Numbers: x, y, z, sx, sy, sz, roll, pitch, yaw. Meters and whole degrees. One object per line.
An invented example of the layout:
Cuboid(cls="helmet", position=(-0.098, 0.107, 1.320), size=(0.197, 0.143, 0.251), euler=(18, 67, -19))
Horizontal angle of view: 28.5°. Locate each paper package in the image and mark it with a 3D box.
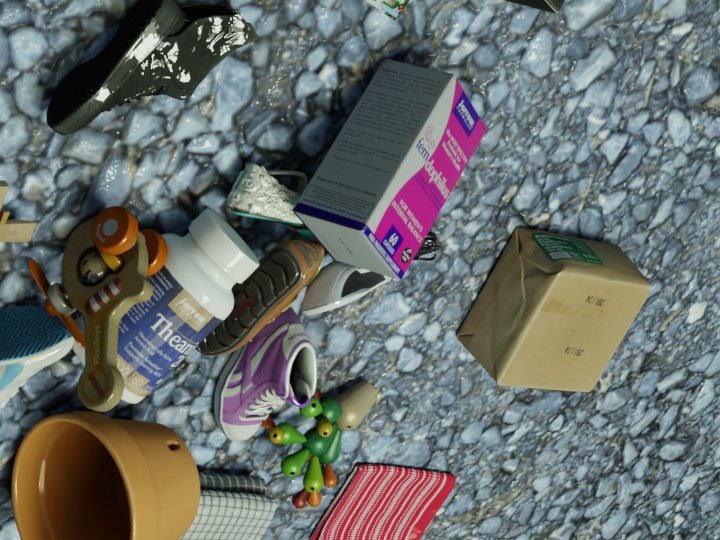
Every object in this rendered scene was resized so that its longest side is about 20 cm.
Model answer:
Cuboid(cls="paper package", position=(0.256, 0.055, 1.863), size=(0.198, 0.104, 0.192), euler=(7, 119, -40))

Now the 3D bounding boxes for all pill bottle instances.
Cuboid(cls="pill bottle", position=(-0.203, 0.034, 1.492), size=(0.200, 0.111, 0.111), euler=(-44, 139, 4))

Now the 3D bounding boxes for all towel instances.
Cuboid(cls="towel", position=(-0.217, 0.342, 1.777), size=(0.164, 0.086, 0.202), euler=(11, 117, -44))
Cuboid(cls="towel", position=(0.036, 0.338, 2.007), size=(0.198, 0.023, 0.146), euler=(13, 116, -43))

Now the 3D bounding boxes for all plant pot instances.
Cuboid(cls="plant pot", position=(-0.273, 0.250, 1.584), size=(0.139, 0.200, 0.202), euler=(-7, 132, -52))

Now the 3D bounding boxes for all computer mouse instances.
Cuboid(cls="computer mouse", position=(0.000, 0.000, 1.590), size=(0.199, 0.109, 0.044), euler=(-27, 101, -55))

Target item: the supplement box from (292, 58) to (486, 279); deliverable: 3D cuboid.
Cuboid(cls="supplement box", position=(0.033, -0.109, 1.502), size=(0.202, 0.102, 0.101), euler=(-61, 141, -16))

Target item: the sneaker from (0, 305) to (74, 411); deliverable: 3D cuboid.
Cuboid(cls="sneaker", position=(-0.381, 0.104, 1.453), size=(0.198, 0.077, 0.081), euler=(-25, 137, -4))

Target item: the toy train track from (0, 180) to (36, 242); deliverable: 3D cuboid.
Cuboid(cls="toy train track", position=(-0.387, -0.013, 1.379), size=(0.114, 0.033, 0.201), euler=(-4, 133, -44))

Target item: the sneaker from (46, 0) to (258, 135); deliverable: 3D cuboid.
Cuboid(cls="sneaker", position=(-0.197, -0.186, 1.343), size=(0.200, 0.060, 0.104), euler=(-48, 134, 3))

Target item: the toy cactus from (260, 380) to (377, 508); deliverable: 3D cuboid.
Cuboid(cls="toy cactus", position=(-0.048, 0.200, 1.788), size=(0.165, 0.102, 0.202), euler=(-41, 141, -29))

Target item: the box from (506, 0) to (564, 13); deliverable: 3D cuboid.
Cuboid(cls="box", position=(0.153, -0.363, 1.332), size=(0.086, 0.163, 0.202), euler=(32, 85, -47))

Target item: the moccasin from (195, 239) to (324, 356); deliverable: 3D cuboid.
Cuboid(cls="moccasin", position=(-0.117, 0.028, 1.564), size=(0.201, 0.074, 0.077), euler=(-45, 168, 30))

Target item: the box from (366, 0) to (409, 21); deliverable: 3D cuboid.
Cuboid(cls="box", position=(0.006, -0.345, 1.371), size=(0.199, 0.039, 0.137), euler=(25, 107, -46))

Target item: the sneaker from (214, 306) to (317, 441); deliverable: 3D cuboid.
Cuboid(cls="sneaker", position=(-0.109, 0.144, 1.659), size=(0.072, 0.115, 0.202), euler=(-5, 130, -35))

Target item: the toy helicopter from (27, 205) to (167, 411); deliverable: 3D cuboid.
Cuboid(cls="toy helicopter", position=(-0.265, 0.042, 1.405), size=(0.130, 0.203, 0.079), euler=(-11, 157, 19))

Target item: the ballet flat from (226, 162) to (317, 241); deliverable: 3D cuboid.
Cuboid(cls="ballet flat", position=(-0.059, -0.071, 1.549), size=(0.199, 0.072, 0.072), euler=(18, 114, -46))
